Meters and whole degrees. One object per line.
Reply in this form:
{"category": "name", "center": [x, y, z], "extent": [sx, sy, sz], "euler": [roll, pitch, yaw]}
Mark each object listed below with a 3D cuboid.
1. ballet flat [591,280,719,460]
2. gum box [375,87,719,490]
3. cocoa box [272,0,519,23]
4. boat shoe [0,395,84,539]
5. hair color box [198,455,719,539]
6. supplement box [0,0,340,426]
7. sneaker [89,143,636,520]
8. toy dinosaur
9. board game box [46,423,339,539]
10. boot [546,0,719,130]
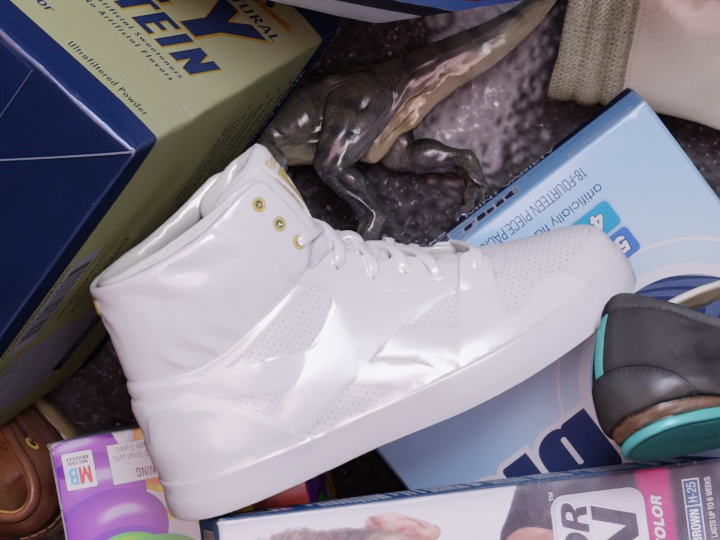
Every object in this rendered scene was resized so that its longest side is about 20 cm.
{"category": "ballet flat", "center": [0.172, 0.034, 1.008], "extent": [0.199, 0.068, 0.069], "euler": [5, 60, -34]}
{"category": "gum box", "center": [0.103, 0.058, 1.075], "extent": [0.170, 0.045, 0.200], "euler": [-37, 101, 4]}
{"category": "cocoa box", "center": [0.000, -0.202, 0.950], "extent": [0.133, 0.131, 0.201], "euler": [10, 84, -33]}
{"category": "boat shoe", "center": [-0.200, 0.040, 1.118], "extent": [0.200, 0.068, 0.072], "euler": [37, 93, 5]}
{"category": "hair color box", "center": [0.044, 0.131, 1.009], "extent": [0.199, 0.061, 0.101], "euler": [-6, 87, -10]}
{"category": "supplement box", "center": [-0.143, -0.043, 1.019], "extent": [0.134, 0.200, 0.200], "euler": [41, 116, 4]}
{"category": "sneaker", "center": [0.000, 0.000, 0.987], "extent": [0.199, 0.074, 0.116], "euler": [-25, 103, -13]}
{"category": "toy dinosaur", "center": [0.008, -0.052, 1.110], "extent": [0.199, 0.047, 0.089], "euler": [-22, 81, 2]}
{"category": "board game box", "center": [-0.051, 0.157, 1.083], "extent": [0.102, 0.105, 0.201], "euler": [-11, 89, 5]}
{"category": "boot", "center": [0.166, -0.147, 1.080], "extent": [0.154, 0.072, 0.201], "euler": [16, 94, 8]}
